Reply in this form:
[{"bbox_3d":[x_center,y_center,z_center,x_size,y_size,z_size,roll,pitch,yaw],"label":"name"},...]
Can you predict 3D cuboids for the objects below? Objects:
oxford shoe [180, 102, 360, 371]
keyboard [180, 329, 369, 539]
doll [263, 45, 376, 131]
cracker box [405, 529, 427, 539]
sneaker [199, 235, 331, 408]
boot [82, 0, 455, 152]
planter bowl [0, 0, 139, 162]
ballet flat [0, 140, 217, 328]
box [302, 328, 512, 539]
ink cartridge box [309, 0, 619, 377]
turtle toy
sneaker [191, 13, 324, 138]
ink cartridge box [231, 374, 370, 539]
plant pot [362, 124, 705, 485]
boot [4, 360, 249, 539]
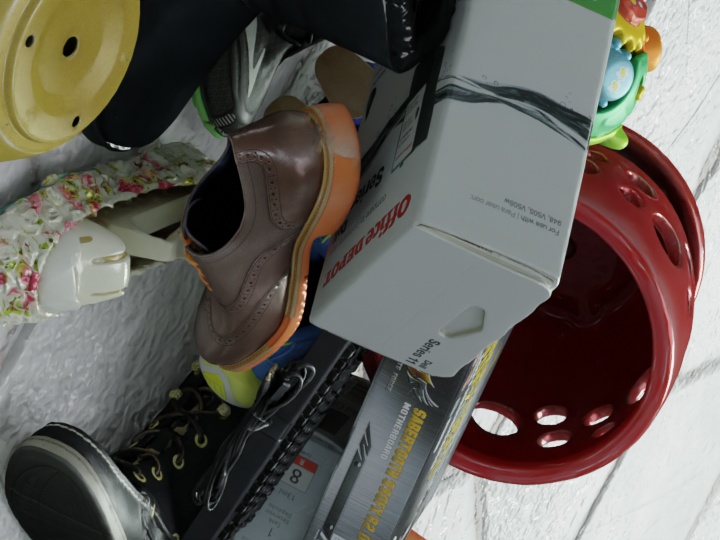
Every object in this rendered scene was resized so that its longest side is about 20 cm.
[{"bbox_3d":[-0.063,-0.016,1.448,0.073,0.071,0.200,-5,144,-24],"label":"oxford shoe"},{"bbox_3d":[-0.040,0.082,1.525,0.200,0.021,0.127,-57,164,28],"label":"keyboard"},{"bbox_3d":[-0.008,-0.077,1.619,0.136,0.048,0.200,-44,169,5],"label":"doll"},{"bbox_3d":[0.000,0.236,1.721,0.200,0.134,0.058,-47,169,-52],"label":"cracker box"},{"bbox_3d":[0.000,0.000,1.576,0.200,0.076,0.105,-45,-179,-29],"label":"sneaker"},{"bbox_3d":[-0.044,-0.129,1.401,0.076,0.168,0.201,-7,119,-61],"label":"boot"},{"bbox_3d":[-0.160,-0.115,1.300,0.200,0.083,0.201,-43,146,-38],"label":"planter bowl"},{"bbox_3d":[-0.129,-0.018,1.457,0.200,0.064,0.076,-32,138,-47],"label":"ballet flat"},{"bbox_3d":[0.034,0.079,1.623,0.200,0.048,0.158,-66,172,27],"label":"box"},{"bbox_3d":[0.055,-0.066,1.435,0.147,0.083,0.200,136,-28,-58],"label":"ink cartridge box"},{"bbox_3d":[0.108,-0.160,1.677,0.101,0.200,0.146,-31,-176,25],"label":"turtle toy"},{"bbox_3d":[-0.026,-0.156,1.505,0.200,0.084,0.077,-58,150,-15],"label":"sneaker"},{"bbox_3d":[-0.049,0.169,1.709,0.162,0.050,0.200,-41,153,-76],"label":"ink cartridge box"},{"bbox_3d":[0.116,0.010,1.756,0.183,0.200,0.201,-46,151,-63],"label":"plant pot"},{"bbox_3d":[-0.118,0.101,1.577,0.154,0.073,0.204,-57,153,-24],"label":"boot"}]
